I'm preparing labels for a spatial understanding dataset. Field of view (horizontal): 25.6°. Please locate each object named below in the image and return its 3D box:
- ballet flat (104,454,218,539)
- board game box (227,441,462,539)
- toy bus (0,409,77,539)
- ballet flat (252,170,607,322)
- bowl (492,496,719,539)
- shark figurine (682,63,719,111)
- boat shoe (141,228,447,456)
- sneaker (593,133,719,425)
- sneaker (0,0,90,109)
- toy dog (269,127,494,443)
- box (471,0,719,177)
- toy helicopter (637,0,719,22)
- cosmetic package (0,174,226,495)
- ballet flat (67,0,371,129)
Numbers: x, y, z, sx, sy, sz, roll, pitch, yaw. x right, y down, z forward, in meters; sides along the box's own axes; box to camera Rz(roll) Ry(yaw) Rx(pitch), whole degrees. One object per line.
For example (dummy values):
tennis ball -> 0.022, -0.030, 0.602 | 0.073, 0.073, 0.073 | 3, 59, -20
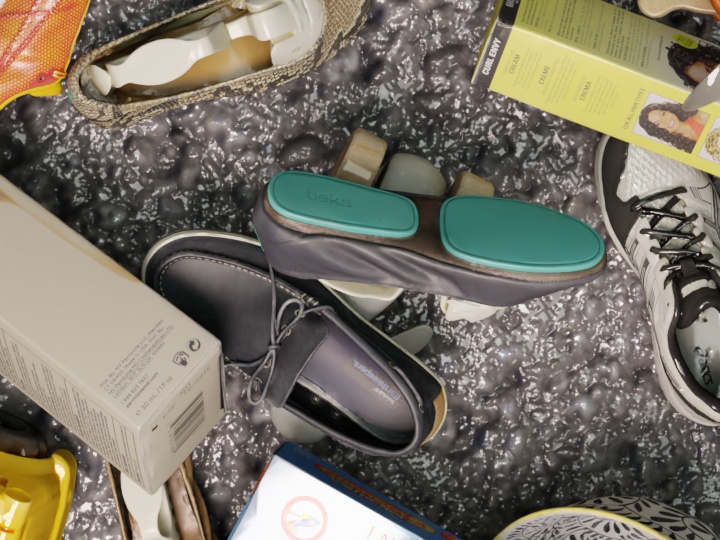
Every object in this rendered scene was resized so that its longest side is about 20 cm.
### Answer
ballet flat -> -0.120, 0.164, 0.973 | 0.067, 0.072, 0.202 | -12, 94, 4
board game box -> -0.007, 0.235, 0.917 | 0.199, 0.056, 0.197 | 29, 95, 4
toy bus -> -0.281, 0.143, 0.907 | 0.198, 0.192, 0.137 | 22, 93, -2
ballet flat -> 0.036, -0.009, 0.890 | 0.198, 0.073, 0.074 | 9, 92, -3
bowl -> 0.176, 0.210, 0.962 | 0.199, 0.094, 0.202 | 18, 123, 30
shark figurine -> 0.195, -0.198, 0.899 | 0.089, 0.129, 0.215 | -17, 61, -38
boat shoe -> -0.039, 0.042, 0.910 | 0.199, 0.062, 0.075 | 34, 108, -2
sneaker -> 0.203, -0.002, 0.973 | 0.075, 0.088, 0.202 | -20, 92, 0
sneaker -> -0.198, -0.155, 0.967 | 0.077, 0.073, 0.200 | 38, 95, -26
toy dog -> 0.000, 0.000, 0.976 | 0.200, 0.096, 0.132 | -42, 97, 15
box -> 0.171, -0.115, 0.963 | 0.198, 0.076, 0.050 | 20, 128, -1
toy helicopter -> 0.175, -0.223, 0.970 | 0.198, 0.079, 0.134 | 8, 99, 10
cosmetic package -> -0.174, 0.029, 0.914 | 0.199, 0.105, 0.071 | 36, 66, 14
ballet flat -> -0.084, -0.136, 0.959 | 0.198, 0.075, 0.068 | -21, 93, -2
